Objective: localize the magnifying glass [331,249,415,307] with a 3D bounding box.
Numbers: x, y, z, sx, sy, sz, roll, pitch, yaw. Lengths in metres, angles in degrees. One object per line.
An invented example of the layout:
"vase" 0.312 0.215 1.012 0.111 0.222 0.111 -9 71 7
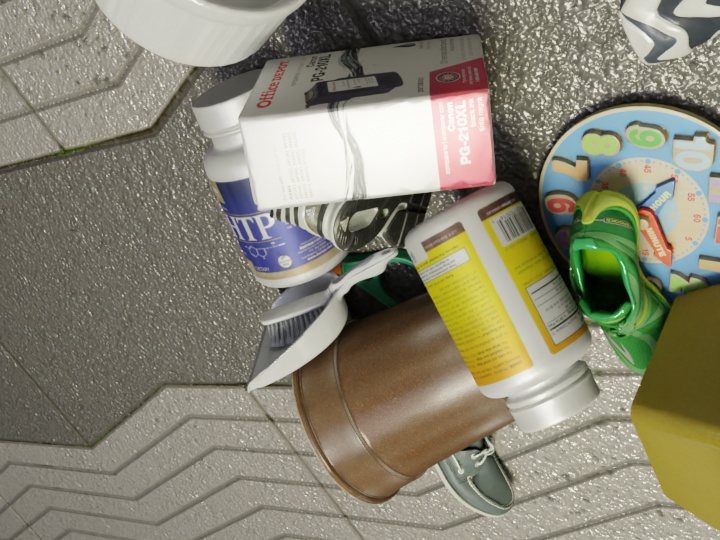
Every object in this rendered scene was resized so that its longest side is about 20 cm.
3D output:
"magnifying glass" 0.000 0.000 0.954 0.198 0.022 0.080 18 132 21

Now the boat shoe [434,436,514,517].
"boat shoe" 0.127 0.216 1.011 0.201 0.073 0.062 51 138 -6

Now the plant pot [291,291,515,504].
"plant pot" 0.066 0.114 0.878 0.197 0.201 0.201 -29 107 25

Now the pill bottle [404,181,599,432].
"pill bottle" 0.127 0.033 0.730 0.109 0.109 0.202 -29 87 43

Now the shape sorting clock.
"shape sorting clock" 0.252 -0.051 0.740 0.198 0.039 0.202 17 131 20

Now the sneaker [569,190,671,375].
"sneaker" 0.223 0.025 0.745 0.073 0.084 0.201 0 132 41

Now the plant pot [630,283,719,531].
"plant pot" 0.343 0.119 0.700 0.175 0.201 0.201 5 140 41

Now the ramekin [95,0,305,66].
"ramekin" -0.137 -0.272 0.705 0.200 0.201 0.098 44 142 -7

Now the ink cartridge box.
"ink cartridge box" 0.009 -0.128 0.710 0.197 0.145 0.085 -5 121 8

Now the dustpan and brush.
"dustpan and brush" -0.039 0.034 0.863 0.198 0.140 0.058 -22 119 19

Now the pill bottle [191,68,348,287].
"pill bottle" -0.092 -0.096 0.866 0.119 0.120 0.202 -3 122 34

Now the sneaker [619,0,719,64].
"sneaker" 0.222 -0.249 0.573 0.129 0.080 0.200 -15 115 38

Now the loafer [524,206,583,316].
"loafer" 0.158 0.012 0.831 0.068 0.076 0.202 -18 104 42

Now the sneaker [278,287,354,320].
"sneaker" -0.038 0.081 1.021 0.082 0.071 0.201 15 139 53

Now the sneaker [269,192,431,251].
"sneaker" -0.014 -0.073 0.799 0.114 0.200 0.077 23 106 25
